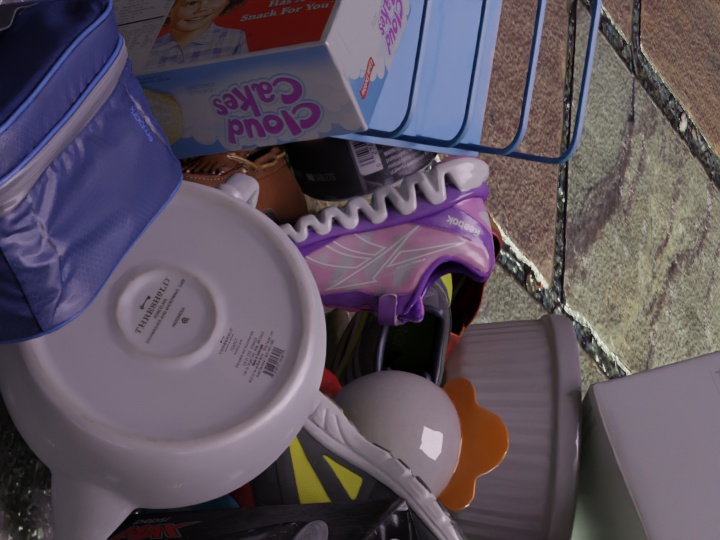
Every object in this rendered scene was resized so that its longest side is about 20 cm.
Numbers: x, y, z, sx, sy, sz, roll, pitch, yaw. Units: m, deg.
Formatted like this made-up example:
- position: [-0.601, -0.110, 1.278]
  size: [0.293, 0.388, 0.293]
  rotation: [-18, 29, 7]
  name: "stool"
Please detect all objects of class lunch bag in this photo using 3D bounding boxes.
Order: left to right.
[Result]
- position: [-0.196, -0.055, 1.344]
  size: [0.132, 0.136, 0.200]
  rotation: [68, 30, -26]
  name: "lunch bag"

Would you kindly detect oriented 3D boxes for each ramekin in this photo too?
- position: [0.097, 0.128, 1.873]
  size: [0.202, 0.094, 0.203]
  rotation: [-176, -90, -85]
  name: "ramekin"

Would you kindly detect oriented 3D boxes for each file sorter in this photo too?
- position: [0.039, -0.147, 1.676]
  size: [0.200, 0.123, 0.139]
  rotation: [6, 94, -37]
  name: "file sorter"

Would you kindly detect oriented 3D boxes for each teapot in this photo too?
- position: [-0.115, 0.051, 1.474]
  size: [0.146, 0.200, 0.198]
  rotation: [109, -40, -63]
  name: "teapot"

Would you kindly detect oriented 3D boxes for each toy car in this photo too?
- position: [-0.004, 0.131, 1.617]
  size: [0.184, 0.200, 0.177]
  rotation: [36, 51, -56]
  name: "toy car"

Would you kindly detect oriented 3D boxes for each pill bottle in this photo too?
- position: [-0.022, -0.156, 1.772]
  size: [0.106, 0.106, 0.200]
  rotation: [-56, 132, -55]
  name: "pill bottle"

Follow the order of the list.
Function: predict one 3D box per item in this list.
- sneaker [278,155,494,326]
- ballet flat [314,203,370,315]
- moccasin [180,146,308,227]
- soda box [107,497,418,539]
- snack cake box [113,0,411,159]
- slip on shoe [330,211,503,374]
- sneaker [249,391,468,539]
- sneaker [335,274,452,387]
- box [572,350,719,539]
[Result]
- position: [0.000, 0.000, 1.660]
  size: [0.080, 0.200, 0.089]
  rotation: [81, -12, -86]
  name: "sneaker"
- position: [-0.028, -0.001, 1.762]
  size: [0.200, 0.064, 0.067]
  rotation: [-43, 121, -60]
  name: "ballet flat"
- position: [-0.092, -0.055, 1.636]
  size: [0.201, 0.074, 0.078]
  rotation: [-9, 83, -62]
  name: "moccasin"
- position: [-0.065, 0.175, 1.473]
  size: [0.071, 0.200, 0.063]
  rotation: [-39, 117, -56]
  name: "soda box"
- position: [-0.082, -0.129, 1.528]
  size: [0.067, 0.200, 0.115]
  rotation: [64, 31, -34]
  name: "snack cake box"
- position: [0.037, 0.042, 1.806]
  size: [0.074, 0.061, 0.200]
  rotation: [27, 94, -27]
  name: "slip on shoe"
- position: [-0.014, 0.136, 1.517]
  size: [0.085, 0.200, 0.074]
  rotation: [-46, 154, -7]
  name: "sneaker"
- position: [0.016, 0.084, 1.748]
  size: [0.081, 0.074, 0.200]
  rotation: [-101, -159, -67]
  name: "sneaker"
- position: [0.251, 0.181, 1.847]
  size: [0.199, 0.171, 0.200]
  rotation: [106, -33, -65]
  name: "box"
